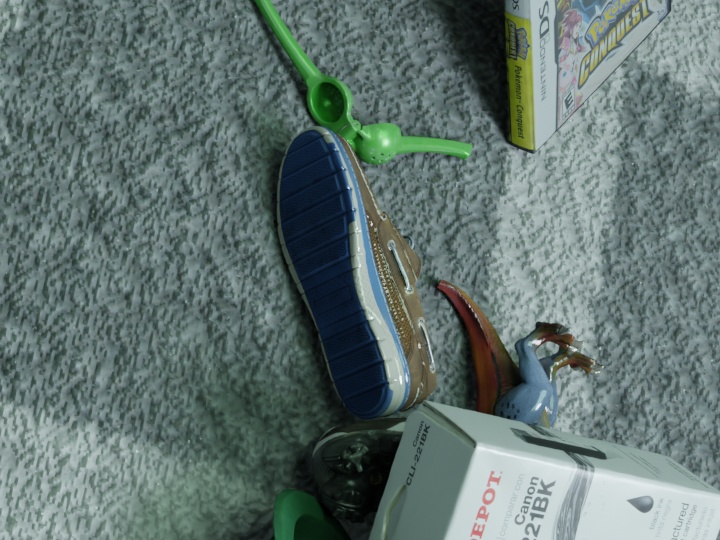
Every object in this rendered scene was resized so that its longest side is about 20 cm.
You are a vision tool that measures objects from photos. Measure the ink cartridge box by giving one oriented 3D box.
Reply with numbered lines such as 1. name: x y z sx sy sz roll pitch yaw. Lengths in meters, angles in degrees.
1. ink cartridge box: 0.112 0.178 1.480 0.199 0.084 0.145 14 99 -28

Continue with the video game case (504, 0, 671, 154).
1. video game case: 0.169 -0.211 1.712 0.200 0.025 0.182 -45 145 -34

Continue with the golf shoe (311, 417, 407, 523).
1. golf shoe: 0.064 0.130 1.556 0.199 0.095 0.078 12 101 -13

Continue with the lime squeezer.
1. lime squeezer: -0.002 -0.118 1.636 0.199 0.038 0.071 35 60 -20

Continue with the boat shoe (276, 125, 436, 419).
1. boat shoe: 0.000 0.000 1.592 0.072 0.072 0.202 -6 81 -48

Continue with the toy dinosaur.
1. toy dinosaur: 0.111 0.134 1.641 0.199 0.105 0.182 23 77 19

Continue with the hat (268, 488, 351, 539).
1. hat: -0.089 0.245 1.487 0.200 0.175 0.167 40 27 -59
